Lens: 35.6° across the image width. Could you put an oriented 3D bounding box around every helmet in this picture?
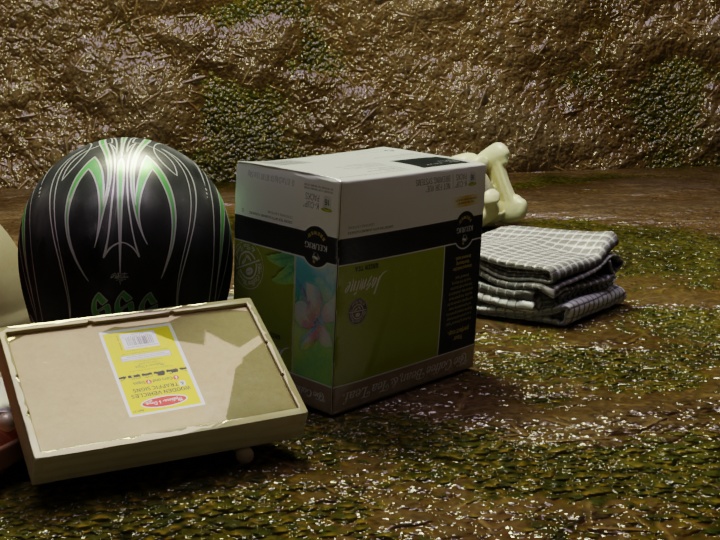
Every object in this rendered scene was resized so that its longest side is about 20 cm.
[{"bbox_3d":[-0.197,-0.016,0.949,0.197,0.194,0.200,0,4,0],"label":"helmet"}]

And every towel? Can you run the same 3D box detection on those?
[{"bbox_3d":[0.191,0.000,1.306,0.198,0.087,0.165,8,14,40],"label":"towel"}]

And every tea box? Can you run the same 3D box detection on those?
[{"bbox_3d":[0.000,0.000,1.001,0.133,0.200,0.199,13,16,41],"label":"tea box"}]

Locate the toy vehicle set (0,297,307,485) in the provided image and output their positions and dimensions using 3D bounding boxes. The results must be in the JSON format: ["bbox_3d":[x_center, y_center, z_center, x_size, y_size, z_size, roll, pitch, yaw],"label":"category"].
[{"bbox_3d":[-0.151,0.081,0.812,0.198,0.027,0.125,-6,44,-27],"label":"toy vehicle set"}]

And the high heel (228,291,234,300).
[{"bbox_3d":[-0.189,0.049,1.104,0.199,0.072,0.142,-22,28,-39],"label":"high heel"}]

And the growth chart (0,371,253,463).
[{"bbox_3d":[-0.183,0.107,0.855,0.197,0.018,0.145,9,7,-11],"label":"growth chart"}]

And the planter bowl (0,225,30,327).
[{"bbox_3d":[-0.475,-0.005,1.273,0.197,0.137,0.200,-2,10,0],"label":"planter bowl"}]

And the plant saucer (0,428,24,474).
[{"bbox_3d":[-0.333,0.129,0.809,0.197,0.033,0.200,0,11,0],"label":"plant saucer"}]

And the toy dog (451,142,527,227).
[{"bbox_3d":[0.157,-0.131,1.900,0.192,0.142,0.199,-10,3,38],"label":"toy dog"}]
